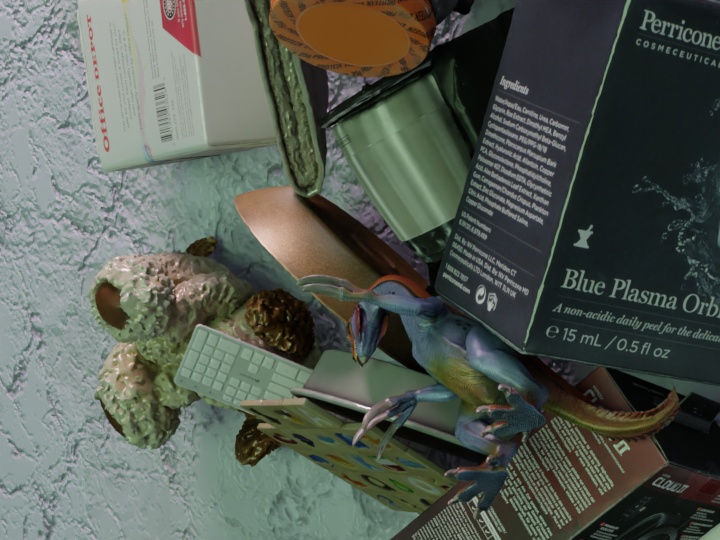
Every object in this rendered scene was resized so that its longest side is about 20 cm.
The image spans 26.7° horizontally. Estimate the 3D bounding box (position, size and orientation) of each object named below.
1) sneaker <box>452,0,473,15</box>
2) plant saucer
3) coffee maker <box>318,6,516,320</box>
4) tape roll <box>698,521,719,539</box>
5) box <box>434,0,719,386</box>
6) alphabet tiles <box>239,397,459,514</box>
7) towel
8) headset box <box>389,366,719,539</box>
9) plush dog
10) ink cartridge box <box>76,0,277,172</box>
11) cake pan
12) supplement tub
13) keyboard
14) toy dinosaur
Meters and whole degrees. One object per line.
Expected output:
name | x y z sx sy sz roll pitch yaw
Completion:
sneaker | 0.091 -0.224 0.981 0.200 0.075 0.116 -12 61 51
plant saucer | 0.000 0.000 1.057 0.035 0.200 0.200 -49 63 9
coffee maker | 0.100 -0.055 0.971 0.192 0.135 0.201 -28 94 8
tape roll | 0.199 0.228 1.010 0.202 0.037 0.204 7 101 41
box | 0.173 -0.049 0.845 0.117 0.196 0.201 37 115 63
alphabet tiles | 0.016 0.140 1.065 0.166 0.200 0.006 -10 50 61
towel | -0.048 -0.166 1.015 0.034 0.133 0.201 -7 127 7
headset box | 0.138 0.144 0.920 0.200 0.149 0.077 -44 57 19
plush dog | -0.107 0.059 1.209 0.171 0.161 0.200 28 139 17
ink cartridge box | -0.138 -0.160 1.180 0.200 0.085 0.148 -1 97 59
cake pan | 0.051 0.099 1.029 0.200 0.200 0.037 13 80 39
supplement tub | 0.011 -0.225 0.907 0.122 0.122 0.201 -10 59 42
keyboard | -0.039 0.099 1.137 0.199 0.011 0.056 22 123 -6
toy dinosaur | 0.057 0.060 0.889 0.182 0.199 0.105 -104 20 -59
